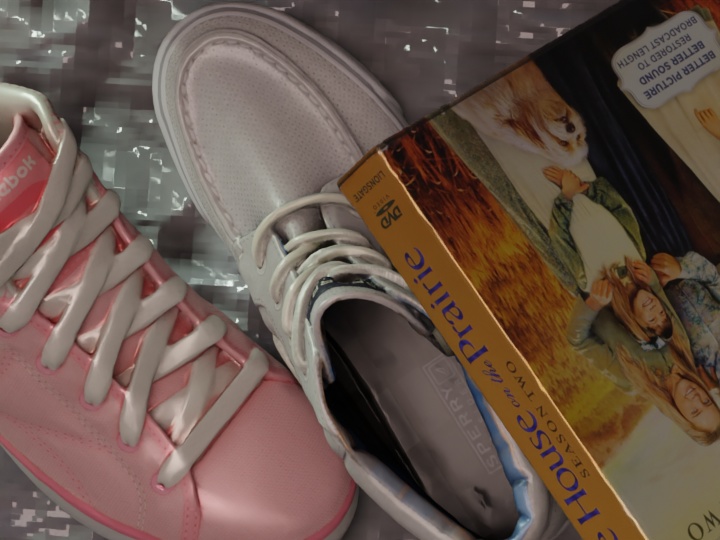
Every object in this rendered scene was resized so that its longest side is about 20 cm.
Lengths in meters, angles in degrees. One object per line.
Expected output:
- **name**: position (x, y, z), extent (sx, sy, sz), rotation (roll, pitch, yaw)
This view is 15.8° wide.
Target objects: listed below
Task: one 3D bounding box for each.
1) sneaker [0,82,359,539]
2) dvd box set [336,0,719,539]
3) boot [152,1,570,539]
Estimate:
- **sneaker**: position (-0.085, 0.014, 0.776), extent (0.200, 0.105, 0.075), rotation (35, 66, 8)
- **dvd box set**: position (0.104, 0.021, 0.751), extent (0.146, 0.029, 0.200), rotation (-31, 84, -33)
- **boot**: position (0.000, 0.000, 0.774), extent (0.073, 0.096, 0.200), rotation (-38, 85, 7)
